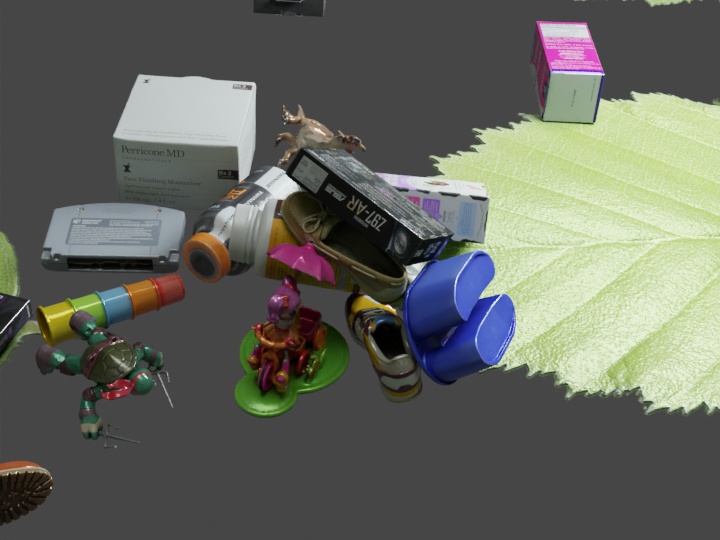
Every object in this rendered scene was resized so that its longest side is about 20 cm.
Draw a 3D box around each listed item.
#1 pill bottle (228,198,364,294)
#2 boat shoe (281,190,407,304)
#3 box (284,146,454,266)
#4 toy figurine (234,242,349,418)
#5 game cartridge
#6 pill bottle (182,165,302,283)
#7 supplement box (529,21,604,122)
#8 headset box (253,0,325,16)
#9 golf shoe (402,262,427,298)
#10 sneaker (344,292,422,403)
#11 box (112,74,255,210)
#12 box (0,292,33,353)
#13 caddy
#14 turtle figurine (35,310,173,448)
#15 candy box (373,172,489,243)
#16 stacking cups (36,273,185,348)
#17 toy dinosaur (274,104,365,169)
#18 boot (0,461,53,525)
[{"bbox_3d":[-0.076,-0.036,1.538,0.198,0.110,0.110,9,39,-2],"label":"pill bottle"},{"bbox_3d":[-0.019,-0.040,1.450,0.073,0.063,0.201,-41,75,-21],"label":"boat shoe"},{"bbox_3d":[0.015,-0.086,1.470,0.199,0.044,0.160,38,15,12],"label":"box"},{"bbox_3d":[-0.095,0.057,1.444,0.149,0.185,0.200,18,41,18],"label":"toy figurine"},{"bbox_3d":[-0.362,-0.050,1.674,0.198,0.041,0.134,2,42,-3],"label":"game cartridge"},{"bbox_3d":[-0.173,-0.063,1.648,0.105,0.107,0.200,22,42,21],"label":"pill bottle"},{"bbox_3d":[0.377,-0.368,2.077,0.102,0.102,0.201,2,38,-1],"label":"supplement box"},{"bbox_3d":[-0.144,-0.595,2.334,0.147,0.076,0.201,3,39,-1],"label":"headset box"},{"bbox_3d":[0.000,0.000,1.615,0.198,0.079,0.098,4,47,5],"label":"golf shoe"},{"bbox_3d":[0.030,0.078,1.496,0.074,0.091,0.200,-20,45,-12],"label":"sneaker"},{"bbox_3d":[-0.274,-0.204,1.795,0.197,0.132,0.201,4,39,1],"label":"box"},{"bbox_3d":[-0.562,0.070,1.508,0.198,0.036,0.143,14,40,10],"label":"box"},{"bbox_3d":[0.122,0.062,1.483,0.104,0.142,0.200,-19,15,30],"label":"caddy"},{"bbox_3d":[-0.310,0.127,1.413,0.199,0.101,0.149,27,44,32],"label":"turtle figurine"},{"bbox_3d":[0.089,-0.097,1.690,0.198,0.072,0.168,6,11,2],"label":"candy box"},{"bbox_3d":[-0.334,0.048,1.534,0.199,0.061,0.061,-19,44,-26],"label":"stacking cups"},{"bbox_3d":[-0.069,-0.214,1.871,0.134,0.087,0.200,8,21,-11],"label":"toy dinosaur"},{"bbox_3d":[-0.453,0.239,1.282,0.198,0.076,0.107,-10,36,-15],"label":"boot"}]
